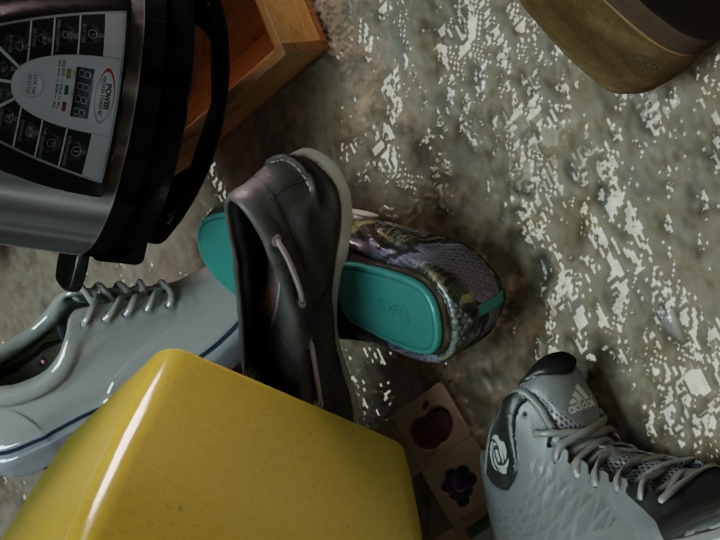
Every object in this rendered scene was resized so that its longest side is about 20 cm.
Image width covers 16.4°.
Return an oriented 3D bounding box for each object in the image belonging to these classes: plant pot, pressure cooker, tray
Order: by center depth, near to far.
[{"bbox_3d":[-0.077,0.158,1.194,0.200,0.199,0.177,-41,30,53],"label":"plant pot"},{"bbox_3d":[-0.166,-0.099,1.302,0.176,0.199,0.180,122,150,-47],"label":"pressure cooker"},{"bbox_3d":[-0.100,-0.118,1.393,0.200,0.037,0.099,-37,71,47],"label":"tray"}]

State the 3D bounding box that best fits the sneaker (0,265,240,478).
[{"bbox_3d":[-0.129,0.037,1.348,0.071,0.199,0.073,60,176,-35],"label":"sneaker"}]

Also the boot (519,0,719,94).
[{"bbox_3d":[0.073,-0.158,1.124,0.200,0.074,0.075,45,144,0],"label":"boot"}]

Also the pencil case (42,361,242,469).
[{"bbox_3d":[-0.108,0.088,1.400,0.199,0.093,0.091,12,92,45],"label":"pencil case"}]

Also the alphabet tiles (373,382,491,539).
[{"bbox_3d":[0.004,0.182,1.286,0.200,0.008,0.168,-36,68,15],"label":"alphabet tiles"}]

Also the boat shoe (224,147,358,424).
[{"bbox_3d":[-0.041,0.034,1.243,0.067,0.057,0.201,29,132,40],"label":"boat shoe"}]

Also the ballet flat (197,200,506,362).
[{"bbox_3d":[0.000,0.000,1.279,0.200,0.072,0.073,18,112,46],"label":"ballet flat"}]

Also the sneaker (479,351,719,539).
[{"bbox_3d":[0.116,0.090,1.162,0.200,0.075,0.116,-22,79,50],"label":"sneaker"}]
